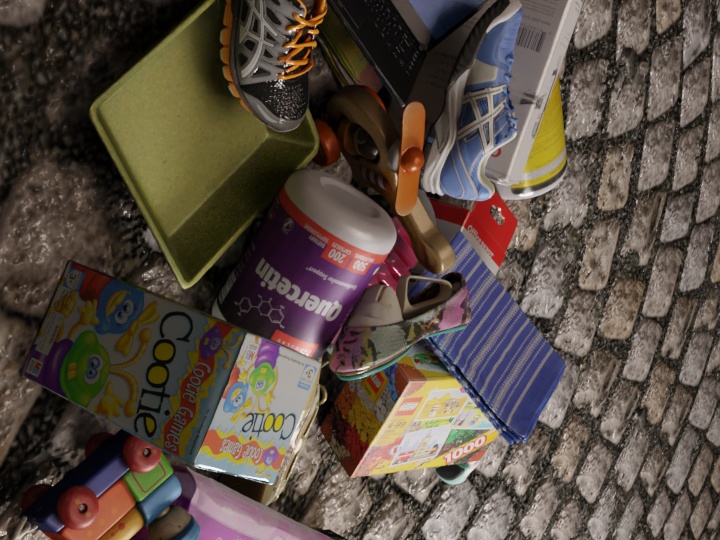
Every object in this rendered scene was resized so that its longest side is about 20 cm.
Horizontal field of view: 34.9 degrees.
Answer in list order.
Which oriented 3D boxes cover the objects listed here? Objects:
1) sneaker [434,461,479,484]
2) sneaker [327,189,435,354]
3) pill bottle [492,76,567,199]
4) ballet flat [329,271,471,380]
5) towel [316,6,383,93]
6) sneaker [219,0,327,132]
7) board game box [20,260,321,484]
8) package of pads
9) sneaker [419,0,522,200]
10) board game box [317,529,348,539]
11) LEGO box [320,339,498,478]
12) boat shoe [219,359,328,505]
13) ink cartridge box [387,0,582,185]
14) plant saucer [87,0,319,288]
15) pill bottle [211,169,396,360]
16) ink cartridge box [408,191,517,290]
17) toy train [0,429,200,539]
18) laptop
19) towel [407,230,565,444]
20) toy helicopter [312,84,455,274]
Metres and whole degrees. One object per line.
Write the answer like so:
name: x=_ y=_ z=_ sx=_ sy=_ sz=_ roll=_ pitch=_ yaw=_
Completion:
sneaker: x=0.164 y=0.175 z=1.476 sx=0.140 sy=0.078 sz=0.201 roll=5 pitch=101 yaw=-54
sneaker: x=0.000 y=0.000 z=1.153 sx=0.200 sy=0.095 sz=0.079 roll=-62 pitch=142 yaw=-28
pill bottle: x=0.170 y=-0.188 z=1.290 sx=0.112 sy=0.112 sz=0.201 roll=-44 pitch=137 yaw=-33
ballet flat: x=0.037 y=0.042 z=1.082 sx=0.200 sy=0.069 sz=0.072 roll=-20 pitch=110 yaw=-48
towel: x=0.020 y=-0.277 z=1.124 sx=0.200 sy=0.023 sz=0.144 roll=-60 pitch=143 yaw=-18
sneaker: x=-0.064 y=-0.202 z=0.914 sx=0.078 sy=0.077 sz=0.201 roll=-38 pitch=135 yaw=-40
board game box: x=-0.150 y=0.078 z=0.898 sx=0.105 sy=0.199 sz=0.103 roll=29 pitch=81 yaw=-55
package of pads: x=-0.117 y=0.277 z=1.080 sx=0.200 sy=0.076 sz=0.121 roll=33 pitch=80 yaw=-28
sneaker: x=0.119 y=-0.161 z=1.092 sx=0.076 sy=0.077 sz=0.201 roll=-42 pitch=152 yaw=-67
board game box: x=-0.096 y=0.372 z=1.231 sx=0.200 sy=0.057 sz=0.166 roll=12 pitch=97 yaw=-55
LEGO box: x=0.077 y=0.143 z=1.263 sx=0.199 sy=0.077 sz=0.149 roll=0 pitch=130 yaw=-40
boat shoe: x=-0.082 y=0.145 z=1.142 sx=0.063 sy=0.073 sz=0.201 roll=0 pitch=115 yaw=-60
ink cartridge box: x=0.123 y=-0.202 z=1.164 sx=0.201 sy=0.145 sz=0.085 roll=-71 pitch=165 yaw=8
plant saucer: x=-0.135 y=-0.122 z=0.961 sx=0.200 sy=0.048 sz=0.200 roll=-49 pitch=139 yaw=-28
pill bottle: x=-0.060 y=0.016 z=1.040 sx=0.112 sy=0.112 sz=0.200 roll=7 pitch=121 yaw=-54
ink cartridge box: x=0.097 y=-0.001 z=1.313 sx=0.201 sy=0.067 sz=0.116 roll=-63 pitch=145 yaw=-11
toy train: x=-0.225 y=0.226 z=0.930 sx=0.200 sy=0.084 sz=0.116 roll=-41 pitch=109 yaw=-36
laptop: x=0.042 y=-0.276 z=1.021 sx=0.177 sy=0.103 sz=0.200 roll=53 pitch=28 yaw=-18
towel: x=0.137 y=0.070 z=1.219 sx=0.200 sy=0.024 sz=0.145 roll=51 pitch=46 yaw=-9
toy helicopter: x=0.036 y=-0.084 z=1.070 sx=0.079 sy=0.132 sz=0.200 roll=-37 pitch=105 yaw=-24
